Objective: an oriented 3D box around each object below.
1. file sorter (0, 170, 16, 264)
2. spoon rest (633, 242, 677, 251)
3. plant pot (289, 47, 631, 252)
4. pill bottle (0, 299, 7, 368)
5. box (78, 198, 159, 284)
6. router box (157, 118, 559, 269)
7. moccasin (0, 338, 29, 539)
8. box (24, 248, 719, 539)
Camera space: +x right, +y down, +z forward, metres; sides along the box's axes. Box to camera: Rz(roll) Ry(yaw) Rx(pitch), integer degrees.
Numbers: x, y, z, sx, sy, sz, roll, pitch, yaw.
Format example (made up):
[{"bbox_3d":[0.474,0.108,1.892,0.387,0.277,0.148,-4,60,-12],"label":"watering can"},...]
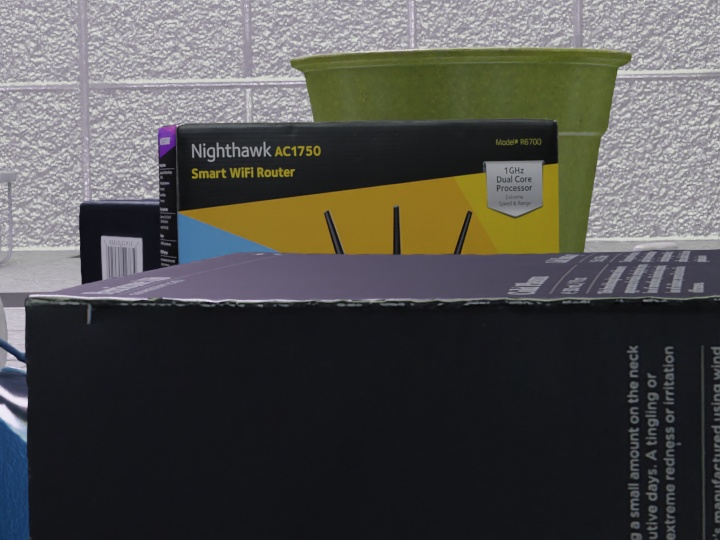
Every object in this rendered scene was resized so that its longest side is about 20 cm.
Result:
[{"bbox_3d":[-0.534,-0.064,2.633,0.138,0.125,0.200,1,4,11],"label":"file sorter"},{"bbox_3d":[0.256,0.034,1.334,0.099,0.061,0.200,-5,18,-38],"label":"spoon rest"},{"bbox_3d":[0.061,-0.031,1.222,0.199,0.191,0.200,-1,4,0],"label":"plant pot"},{"bbox_3d":[-0.234,0.027,0.961,0.112,0.113,0.200,-2,3,-20],"label":"pill bottle"},{"bbox_3d":[-0.074,0.001,1.434,0.200,0.107,0.148,-4,3,-29],"label":"box"},{"bbox_3d":[0.000,0.000,1.039,0.199,0.150,0.051,-3,3,-19],"label":"router box"},{"bbox_3d":[-0.112,0.054,0.673,0.068,0.081,0.200,-15,11,-28],"label":"moccasin"},{"bbox_3d":[0.035,0.050,0.513,0.182,0.104,0.200,1,3,10],"label":"box"}]
